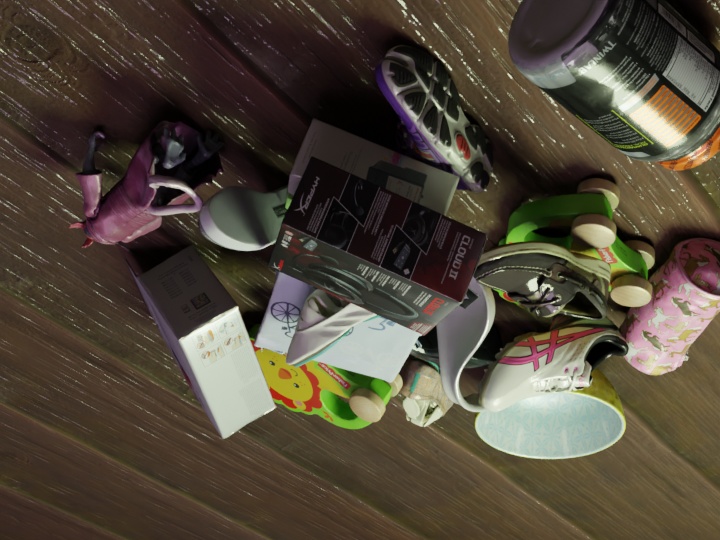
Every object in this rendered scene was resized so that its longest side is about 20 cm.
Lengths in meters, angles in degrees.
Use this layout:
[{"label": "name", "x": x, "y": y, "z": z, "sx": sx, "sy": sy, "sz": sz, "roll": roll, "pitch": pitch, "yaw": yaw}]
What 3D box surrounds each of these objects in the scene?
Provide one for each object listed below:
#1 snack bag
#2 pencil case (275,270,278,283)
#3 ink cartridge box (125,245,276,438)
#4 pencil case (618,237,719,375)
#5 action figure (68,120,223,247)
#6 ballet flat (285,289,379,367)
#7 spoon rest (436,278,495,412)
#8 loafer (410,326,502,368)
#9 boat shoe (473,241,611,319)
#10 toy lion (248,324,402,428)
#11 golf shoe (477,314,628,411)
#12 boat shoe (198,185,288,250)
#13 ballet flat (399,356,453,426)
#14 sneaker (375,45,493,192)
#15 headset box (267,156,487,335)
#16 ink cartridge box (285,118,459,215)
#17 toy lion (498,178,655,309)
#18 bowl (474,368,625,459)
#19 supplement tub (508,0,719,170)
[{"label": "snack bag", "x": -0.014, "y": 0.050, "z": 1.242, "sx": 0.187, "sy": 0.022, "sz": 0.201, "roll": 16, "pitch": 137, "yaw": -7}, {"label": "pencil case", "x": 0.000, "y": 0.000, "z": 1.262, "sx": 0.198, "sy": 0.084, "sz": 0.091, "roll": -4, "pitch": 158, "yaw": 12}, {"label": "ink cartridge box", "x": -0.200, "y": 0.078, "z": 1.352, "sx": 0.083, "sy": 0.176, "sz": 0.201, "roll": -30, "pitch": 138, "yaw": -15}, {"label": "pencil case", "x": 0.376, "y": 0.045, "z": 1.279, "sx": 0.086, "sy": 0.083, "sz": 0.201, "roll": -5, "pitch": 147, "yaw": -13}, {"label": "action figure", "x": -0.231, "y": -0.070, "z": 1.145, "sx": 0.199, "sy": 0.150, "sz": 0.134, "roll": -35, "pitch": 135, "yaw": 24}, {"label": "ballet flat", "x": -0.018, "y": 0.037, "z": 1.175, "sx": 0.199, "sy": 0.070, "sz": 0.069, "roll": -31, "pitch": 133, "yaw": 30}, {"label": "spoon rest", "x": 0.127, "y": 0.086, "z": 1.317, "sx": 0.099, "sy": 0.060, "sz": 0.202, "roll": 22, "pitch": 125, "yaw": 49}, {"label": "loafer", "x": 0.084, "y": 0.090, "z": 1.397, "sx": 0.199, "sy": 0.073, "sz": 0.072, "roll": 20, "pitch": 148, "yaw": -19}, {"label": "boat shoe", "x": 0.194, "y": 0.015, "z": 1.112, "sx": 0.199, "sy": 0.065, "sz": 0.073, "roll": 7, "pitch": 157, "yaw": -37}, {"label": "toy lion", "x": -0.067, "y": 0.141, "z": 1.441, "sx": 0.200, "sy": 0.069, "sz": 0.192, "roll": 40, "pitch": 143, "yaw": -2}, {"label": "golf shoe", "x": 0.233, "y": 0.114, "z": 1.307, "sx": 0.199, "sy": 0.092, "sz": 0.073, "roll": -32, "pitch": 135, "yaw": -17}, {"label": "boat shoe", "x": -0.113, "y": -0.049, "z": 1.140, "sx": 0.056, "sy": 0.069, "sz": 0.200, "roll": -30, "pitch": 173, "yaw": 27}, {"label": "ballet flat", "x": 0.084, "y": 0.177, "z": 1.493, "sx": 0.068, "sy": 0.068, "sz": 0.200, "roll": 16, "pitch": 163, "yaw": 20}, {"label": "sneaker", "x": 0.060, "y": -0.136, "z": 1.064, "sx": 0.083, "sy": 0.081, "sz": 0.200, "roll": -6, "pitch": 145, "yaw": 29}, {"label": "headset box", "x": 0.020, "y": -0.014, "z": 1.037, "sx": 0.199, "sy": 0.078, "sz": 0.149, "roll": 25, "pitch": 162, "yaw": -4}, {"label": "ink cartridge box", "x": 0.028, "y": -0.071, "z": 1.105, "sx": 0.199, "sy": 0.068, "sz": 0.117, "roll": 22, "pitch": 165, "yaw": -1}, {"label": "toy lion", "x": 0.228, "y": -0.013, "z": 1.241, "sx": 0.190, "sy": 0.069, "sz": 0.200, "roll": -7, "pitch": 144, "yaw": 31}, {"label": "bowl", "x": 0.251, "y": 0.163, "z": 1.445, "sx": 0.198, "sy": 0.108, "sz": 0.201, "roll": 3, "pitch": 146, "yaw": 2}, {"label": "supplement tub", "x": 0.235, "y": -0.176, "z": 0.937, "sx": 0.199, "sy": 0.123, "sz": 0.122, "roll": 30, "pitch": 139, "yaw": -32}]
